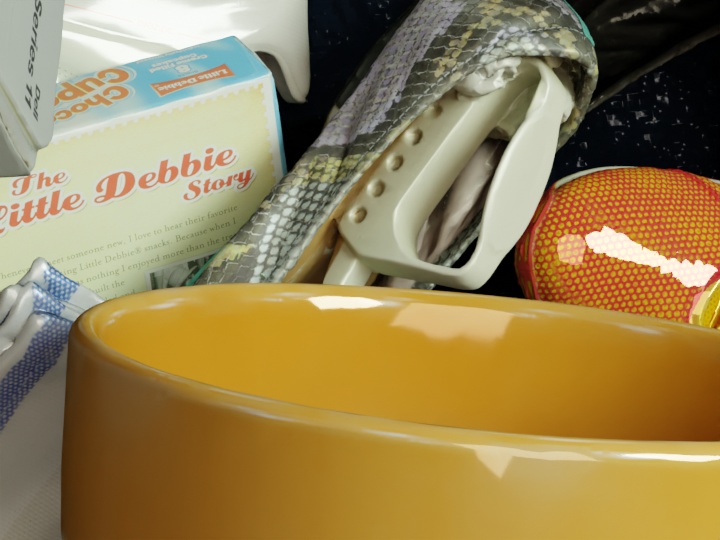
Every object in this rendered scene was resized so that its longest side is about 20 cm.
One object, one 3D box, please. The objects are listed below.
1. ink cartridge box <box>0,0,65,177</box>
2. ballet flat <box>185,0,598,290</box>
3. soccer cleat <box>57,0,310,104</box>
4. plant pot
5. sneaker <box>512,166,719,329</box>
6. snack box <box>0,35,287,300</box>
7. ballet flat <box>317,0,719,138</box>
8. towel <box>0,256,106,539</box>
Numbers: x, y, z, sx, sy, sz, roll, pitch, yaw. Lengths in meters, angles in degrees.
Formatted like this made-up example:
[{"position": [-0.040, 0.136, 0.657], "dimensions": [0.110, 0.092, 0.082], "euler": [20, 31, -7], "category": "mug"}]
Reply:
[{"position": [-0.185, -0.101, 0.747], "dimensions": [0.199, 0.083, 0.147], "euler": [-3, 62, 8], "category": "ink cartridge box"}, {"position": [0.000, 0.000, 0.776], "dimensions": [0.072, 0.072, 0.201], "euler": [37, 89, -6], "category": "ballet flat"}, {"position": [-0.109, -0.062, 0.819], "dimensions": [0.199, 0.069, 0.078], "euler": [-16, 94, -12], "category": "soccer cleat"}, {"position": [0.022, 0.110, 0.655], "dimensions": [0.199, 0.200, 0.184], "euler": [4, 98, -9], "category": "plant pot"}, {"position": [0.137, 0.021, 0.813], "dimensions": [0.199, 0.077, 0.073], "euler": [23, 86, -22], "category": "sneaker"}, {"position": [-0.115, 0.013, 0.792], "dimensions": [0.199, 0.037, 0.117], "euler": [-16, 120, -17], "category": "snack box"}, {"position": [0.068, -0.073, 0.829], "dimensions": [0.200, 0.057, 0.066], "euler": [-35, 133, 10], "category": "ballet flat"}, {"position": [-0.053, 0.099, 0.766], "dimensions": [0.200, 0.024, 0.147], "euler": [31, 106, -24], "category": "towel"}]
